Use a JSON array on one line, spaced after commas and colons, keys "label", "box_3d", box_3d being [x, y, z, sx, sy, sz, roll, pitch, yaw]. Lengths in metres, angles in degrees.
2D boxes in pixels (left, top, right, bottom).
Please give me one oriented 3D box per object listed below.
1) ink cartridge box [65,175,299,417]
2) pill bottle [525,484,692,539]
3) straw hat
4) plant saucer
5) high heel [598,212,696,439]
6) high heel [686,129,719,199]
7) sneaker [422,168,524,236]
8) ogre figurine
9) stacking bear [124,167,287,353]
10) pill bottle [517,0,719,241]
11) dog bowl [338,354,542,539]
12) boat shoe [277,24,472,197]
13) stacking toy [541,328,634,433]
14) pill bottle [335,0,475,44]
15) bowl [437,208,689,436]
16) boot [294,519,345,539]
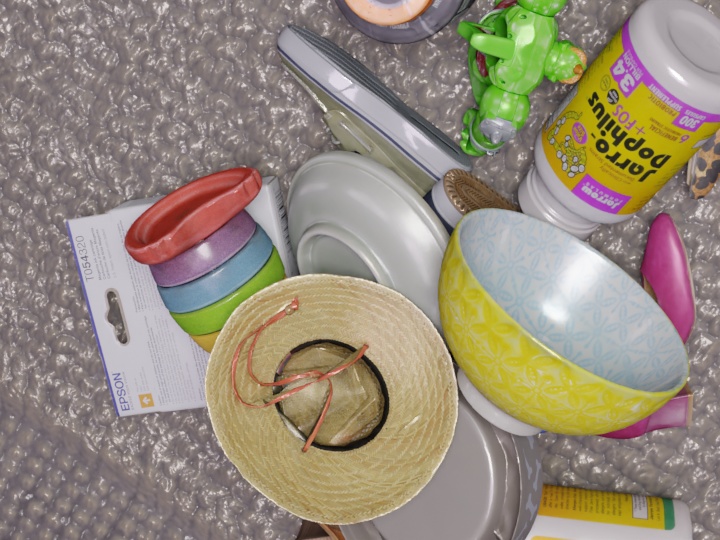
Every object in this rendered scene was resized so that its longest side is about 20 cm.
[{"label": "ink cartridge box", "box_3d": [-0.150, 0.027, 1.079, 0.197, 0.043, 0.199, -7, 106, 14]}, {"label": "pill bottle", "box_3d": [0.184, 0.248, 1.037, 0.197, 0.113, 0.114, 4, 107, 9]}, {"label": "straw hat", "box_3d": [-0.025, 0.100, 0.946, 0.198, 0.085, 0.204, 1, 82, -7]}, {"label": "plant saucer", "box_3d": [0.000, 0.000, 0.980, 0.199, 0.050, 0.202, 31, 141, 29]}, {"label": "high heel", "box_3d": [0.229, 0.051, 0.998, 0.094, 0.068, 0.202, -6, 118, 2]}, {"label": "high heel", "box_3d": [0.343, -0.134, 0.916, 0.141, 0.071, 0.202, 21, 100, 12]}, {"label": "sneaker", "box_3d": [0.114, 0.007, 1.009, 0.199, 0.070, 0.108, 37, 127, -17]}, {"label": "ogre figurine", "box_3d": [0.121, -0.176, 0.922, 0.098, 0.120, 0.201, 33, 108, -11]}, {"label": "stacking bear", "box_3d": [-0.103, 0.029, 0.995, 0.121, 0.113, 0.201, -36, 112, -20]}, {"label": "pill bottle", "box_3d": [0.203, -0.107, 0.911, 0.104, 0.105, 0.200, 36, 136, 0]}, {"label": "dog bowl", "box_3d": [0.063, 0.164, 0.974, 0.198, 0.058, 0.203, 1, 91, 40]}, {"label": "boat shoe", "box_3d": [0.003, -0.125, 0.991, 0.199, 0.072, 0.062, 39, 110, -4]}, {"label": "stacking toy", "box_3d": [0.165, 0.093, 0.991, 0.199, 0.085, 0.086, -28, 99, 30]}, {"label": "pill bottle", "box_3d": [0.035, -0.228, 0.886, 0.105, 0.200, 0.108, 3, 106, 11]}, {"label": "bowl", "box_3d": [0.131, 0.058, 0.877, 0.199, 0.200, 0.108, 32, 117, 1]}, {"label": "boot", "box_3d": [-0.003, 0.185, 1.079, 0.153, 0.074, 0.202, -15, 117, 14]}]
